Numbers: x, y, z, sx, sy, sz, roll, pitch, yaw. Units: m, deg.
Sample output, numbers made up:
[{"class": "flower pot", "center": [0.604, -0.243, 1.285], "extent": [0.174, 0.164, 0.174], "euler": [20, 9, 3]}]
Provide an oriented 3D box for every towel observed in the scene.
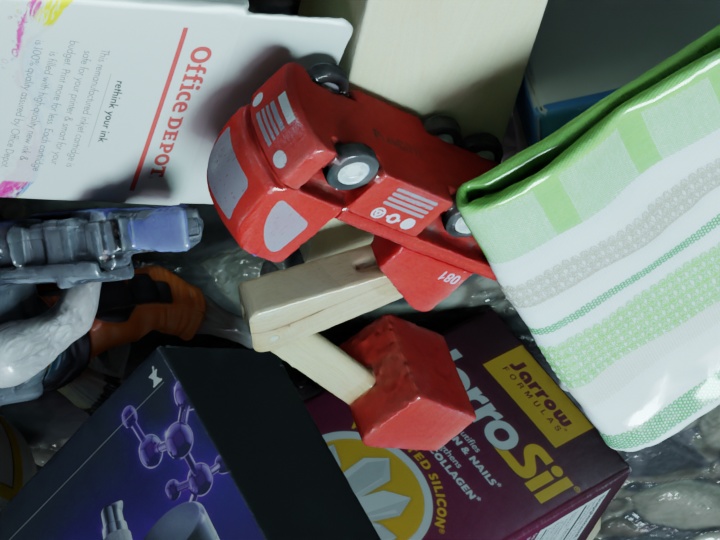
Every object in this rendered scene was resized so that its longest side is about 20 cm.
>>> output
[{"class": "towel", "center": [0.134, -0.009, 0.998], "extent": [0.149, 0.031, 0.200], "euler": [-33, 142, 3]}]

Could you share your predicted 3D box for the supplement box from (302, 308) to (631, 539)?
[{"class": "supplement box", "center": [0.012, 0.112, 1.145], "extent": [0.200, 0.110, 0.086], "euler": [-25, 154, -39]}]

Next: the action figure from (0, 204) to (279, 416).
[{"class": "action figure", "center": [-0.120, 0.025, 1.027], "extent": [0.200, 0.105, 0.193], "euler": [-4, 175, 44]}]

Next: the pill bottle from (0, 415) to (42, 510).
[{"class": "pill bottle", "center": [-0.219, 0.099, 1.121], "extent": [0.112, 0.113, 0.200], "euler": [-33, 138, 23]}]

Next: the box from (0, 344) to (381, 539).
[{"class": "box", "center": [-0.088, 0.146, 1.031], "extent": [0.079, 0.141, 0.200], "euler": [7, 135, -49]}]

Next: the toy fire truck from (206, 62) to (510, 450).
[{"class": "toy fire truck", "center": [0.000, 0.000, 1.001], "extent": [0.200, 0.049, 0.141], "euler": [20, 129, -43]}]

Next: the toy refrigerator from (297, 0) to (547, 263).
[{"class": "toy refrigerator", "center": [0.019, -0.094, 0.988], "extent": [0.076, 0.070, 0.200], "euler": [-7, 144, -17]}]

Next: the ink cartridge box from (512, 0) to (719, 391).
[{"class": "ink cartridge box", "center": [0.142, -0.047, 1.070], "extent": [0.144, 0.085, 0.200], "euler": [-13, 142, -2]}]

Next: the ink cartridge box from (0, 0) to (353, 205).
[{"class": "ink cartridge box", "center": [-0.116, -0.087, 0.952], "extent": [0.200, 0.068, 0.115], "euler": [3, 141, -20]}]

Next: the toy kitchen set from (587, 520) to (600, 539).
[{"class": "toy kitchen set", "center": [0.064, 0.203, 1.284], "extent": [0.163, 0.181, 0.200], "euler": [-13, 147, -2]}]
